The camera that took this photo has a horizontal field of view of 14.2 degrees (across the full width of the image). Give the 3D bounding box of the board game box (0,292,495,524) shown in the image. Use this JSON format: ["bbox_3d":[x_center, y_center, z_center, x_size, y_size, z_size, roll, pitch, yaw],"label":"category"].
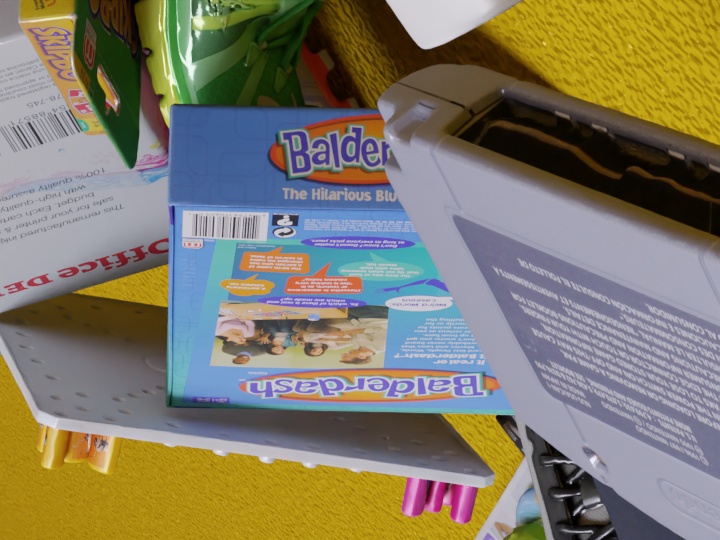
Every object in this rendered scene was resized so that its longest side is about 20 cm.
[{"bbox_3d":[-0.063,0.057,1.276,0.200,0.199,0.026,-136,57,-68],"label":"board game box"}]

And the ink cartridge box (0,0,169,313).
[{"bbox_3d":[-0.161,-0.092,1.221,0.200,0.145,0.145,66,-170,-59],"label":"ink cartridge box"}]

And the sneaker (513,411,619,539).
[{"bbox_3d":[0.099,0.088,1.050,0.074,0.079,0.201,-18,97,32],"label":"sneaker"}]

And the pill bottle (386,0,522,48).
[{"bbox_3d":[0.000,-0.172,0.842,0.200,0.114,0.114,56,162,-8],"label":"pill bottle"}]

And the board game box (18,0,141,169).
[{"bbox_3d":[-0.100,-0.144,1.064,0.096,0.030,0.201,66,-161,-66],"label":"board game box"}]

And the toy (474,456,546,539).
[{"bbox_3d":[0.090,0.145,1.251,0.115,0.047,0.200,47,163,11],"label":"toy"}]

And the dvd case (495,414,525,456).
[{"bbox_3d":[0.129,0.091,1.163,0.146,0.022,0.200,52,163,4],"label":"dvd case"}]

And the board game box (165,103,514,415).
[{"bbox_3d":[0.000,0.000,1.119,0.200,0.152,0.045,100,170,-65],"label":"board game box"}]

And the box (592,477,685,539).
[{"bbox_3d":[0.174,0.109,0.949,0.148,0.104,0.200,30,151,50],"label":"box"}]

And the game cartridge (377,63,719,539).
[{"bbox_3d":[0.087,0.022,0.740,0.200,0.041,0.133,26,146,56],"label":"game cartridge"}]

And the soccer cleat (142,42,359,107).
[{"bbox_3d":[-0.054,-0.087,1.193,0.067,0.076,0.200,38,156,38],"label":"soccer cleat"}]

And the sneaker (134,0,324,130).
[{"bbox_3d":[-0.040,-0.110,1.079,0.074,0.083,0.200,-75,-22,-53],"label":"sneaker"}]
